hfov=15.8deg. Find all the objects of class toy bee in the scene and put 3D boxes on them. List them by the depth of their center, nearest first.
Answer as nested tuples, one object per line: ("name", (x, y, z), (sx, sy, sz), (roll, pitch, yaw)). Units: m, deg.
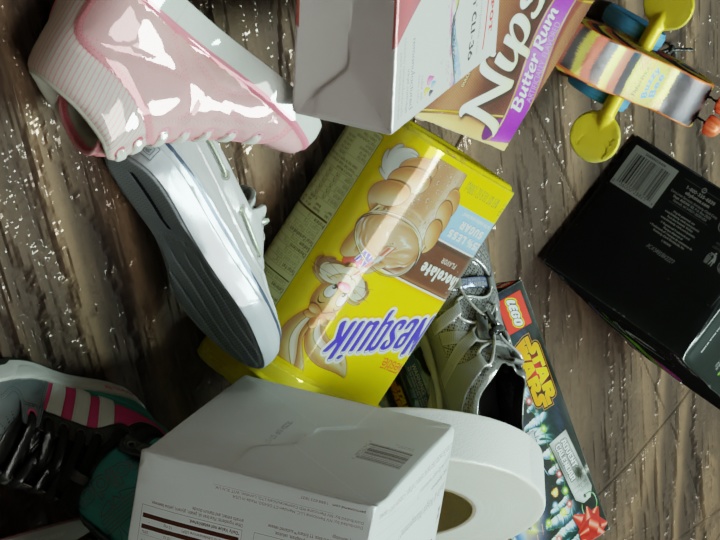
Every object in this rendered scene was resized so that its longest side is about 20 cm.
("toy bee", (0.205, -0.140, 1.805), (0.199, 0.109, 0.132), (-17, 132, -42))

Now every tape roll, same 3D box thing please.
("tape roll", (0.023, 0.144, 1.728), (0.201, 0.037, 0.203), (-1, 156, 0))

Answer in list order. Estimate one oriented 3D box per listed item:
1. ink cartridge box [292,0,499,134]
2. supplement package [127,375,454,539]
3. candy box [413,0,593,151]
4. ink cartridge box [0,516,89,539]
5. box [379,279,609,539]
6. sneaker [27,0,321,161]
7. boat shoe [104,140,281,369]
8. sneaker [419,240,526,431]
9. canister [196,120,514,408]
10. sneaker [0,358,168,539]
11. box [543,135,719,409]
("ink cartridge box", (0.032, -0.170, 1.525), (0.200, 0.067, 0.117), (-43, 141, -57))
("supplement package", (-0.048, 0.193, 1.560), (0.191, 0.146, 0.201), (-35, 136, -70))
("candy box", (0.097, -0.183, 1.678), (0.116, 0.056, 0.201), (16, 107, -56))
("ink cartridge box", (-0.202, 0.214, 1.697), (0.199, 0.045, 0.177), (-11, 131, -46))
("box", (0.092, 0.125, 1.871), (0.137, 0.040, 0.201), (-28, 101, -37))
("sneaker", (-0.111, -0.097, 1.473), (0.200, 0.075, 0.105), (38, 84, -46))
("boat shoe", (-0.083, -0.024, 1.576), (0.067, 0.073, 0.200), (-50, 140, -23))
("sneaker", (0.085, 0.050, 1.796), (0.074, 0.082, 0.201), (-11, 92, -39))
("canister", (0.000, 0.000, 1.707), (0.201, 0.086, 0.148), (-57, 146, 5))
("sneaker", (-0.172, 0.121, 1.575), (0.200, 0.121, 0.084), (8, 115, -53))
("box", (0.259, 0.015, 1.980), (0.125, 0.148, 0.200), (-52, 147, -2))
